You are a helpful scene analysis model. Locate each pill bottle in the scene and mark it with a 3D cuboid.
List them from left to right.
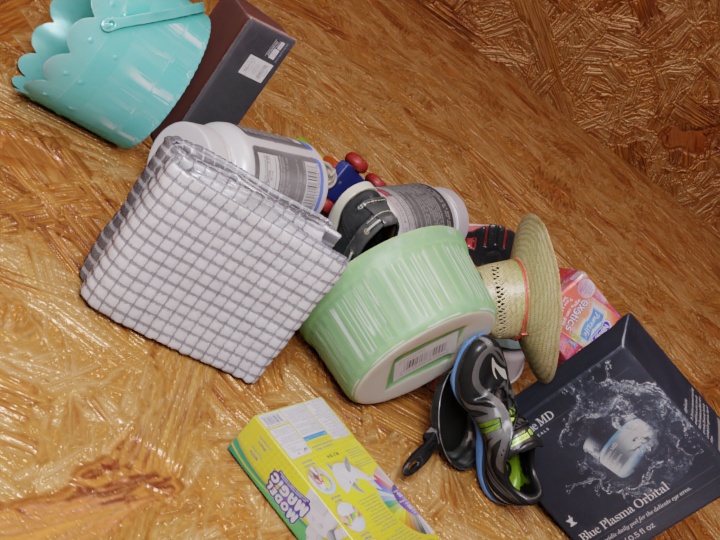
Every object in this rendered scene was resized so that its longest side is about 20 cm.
[{"bbox_3d":[-0.137,-0.106,1.187,0.200,0.114,0.114,5,41,-55],"label":"pill bottle"},{"bbox_3d":[0.056,-0.056,1.380,0.114,0.114,0.200,49,31,19],"label":"pill bottle"}]

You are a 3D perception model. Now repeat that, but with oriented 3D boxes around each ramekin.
[{"bbox_3d":[0.045,0.053,1.089,0.200,0.200,0.098,5,49,-55],"label":"ramekin"}]

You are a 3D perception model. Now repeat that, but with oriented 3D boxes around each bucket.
[{"bbox_3d":[-0.266,-0.242,1.133,0.135,0.207,0.207,32,24,-30],"label":"bucket"}]

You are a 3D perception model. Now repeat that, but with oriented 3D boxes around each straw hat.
[{"bbox_3d":[0.157,0.033,1.173,0.085,0.202,0.201,-6,36,-7],"label":"straw hat"}]

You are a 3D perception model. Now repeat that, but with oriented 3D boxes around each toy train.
[{"bbox_3d":[-0.055,-0.137,1.372,0.116,0.085,0.200,40,0,29],"label":"toy train"}]

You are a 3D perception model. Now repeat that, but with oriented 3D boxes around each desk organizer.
[{"bbox_3d":[-0.171,-0.224,1.238,0.072,0.200,0.077,17,30,-44],"label":"desk organizer"}]

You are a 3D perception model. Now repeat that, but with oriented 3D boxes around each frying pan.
[{"bbox_3d":[0.093,0.182,1.117,0.190,0.031,0.115,-55,130,-41],"label":"frying pan"}]

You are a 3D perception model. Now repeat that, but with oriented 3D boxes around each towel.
[{"bbox_3d":[-0.132,-0.011,0.957,0.200,0.166,0.086,28,20,-29],"label":"towel"}]

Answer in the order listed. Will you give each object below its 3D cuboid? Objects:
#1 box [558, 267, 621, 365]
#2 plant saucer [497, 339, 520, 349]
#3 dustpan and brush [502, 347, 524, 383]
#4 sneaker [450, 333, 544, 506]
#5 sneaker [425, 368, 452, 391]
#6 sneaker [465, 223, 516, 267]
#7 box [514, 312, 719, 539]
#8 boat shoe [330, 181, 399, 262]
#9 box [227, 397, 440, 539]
[{"bbox_3d":[0.269,0.063,1.440,0.103,0.095,0.200,49,-5,-9],"label":"box"},{"bbox_3d":[0.135,0.039,1.379,0.201,0.039,0.201,24,13,-6],"label":"plant saucer"},{"bbox_3d":[0.145,0.117,1.317,0.139,0.057,0.200,25,14,-2],"label":"dustpan and brush"},{"bbox_3d":[0.152,0.157,1.098,0.071,0.083,0.200,-24,106,-32],"label":"sneaker"},{"bbox_3d":[0.080,0.043,1.259,0.112,0.078,0.200,-30,80,-29],"label":"sneaker"},{"bbox_3d":[0.160,-0.047,1.547,0.199,0.074,0.087,13,13,0],"label":"sneaker"},{"bbox_3d":[0.286,0.193,1.182,0.200,0.197,0.117,49,24,0],"label":"box"},{"bbox_3d":[0.000,0.000,1.130,0.072,0.200,0.068,-30,58,-33],"label":"boat shoe"},{"bbox_3d":[-0.012,0.205,0.907,0.200,0.048,0.117,47,22,20],"label":"box"}]
